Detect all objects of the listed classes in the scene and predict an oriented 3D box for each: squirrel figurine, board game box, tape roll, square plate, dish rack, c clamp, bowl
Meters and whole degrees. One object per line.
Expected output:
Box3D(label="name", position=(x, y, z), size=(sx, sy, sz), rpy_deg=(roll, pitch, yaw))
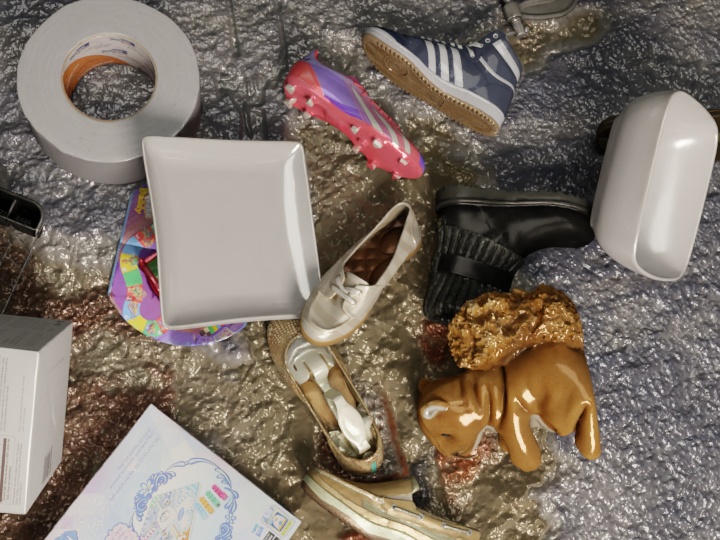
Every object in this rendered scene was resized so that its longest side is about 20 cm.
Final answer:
Box3D(label="squirrel figurine", position=(0.146, 0.110, 0.967), size=(0.184, 0.142, 0.203), rpy_deg=(-8, 106, 8))
Box3D(label="board game box", position=(-0.196, 0.277, 0.920), size=(0.198, 0.043, 0.201), rpy_deg=(37, 73, 2))
Box3D(label="tape roll", position=(-0.280, -0.204, 1.030), size=(0.197, 0.066, 0.203), rpy_deg=(3, 74, -9))
Box3D(label="board game box", position=(-0.190, -0.021, 1.005), size=(0.156, 0.039, 0.203), rpy_deg=(11, 72, -6))
Box3D(label="square plate", position=(-0.137, -0.042, 0.983), size=(0.196, 0.028, 0.203), rpy_deg=(-3, 81, -35))
Box3D(label="dish rack", position=(-0.433, 0.002, 0.954), size=(0.152, 0.055, 0.202), rpy_deg=(20, 73, -2))
Box3D(label="c clamp", position=(0.199, -0.390, 1.177), size=(0.168, 0.027, 0.203), rpy_deg=(-8, 75, -12))
Box3D(label="bowl", position=(0.330, -0.094, 1.038), size=(0.074, 0.199, 0.203), rpy_deg=(13, 92, 37))

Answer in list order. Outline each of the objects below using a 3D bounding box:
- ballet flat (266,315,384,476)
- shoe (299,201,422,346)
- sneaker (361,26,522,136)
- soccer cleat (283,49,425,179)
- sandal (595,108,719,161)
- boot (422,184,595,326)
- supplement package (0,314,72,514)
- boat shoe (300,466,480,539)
Box3D(label="ballet flat", position=(-0.033, 0.126, 0.977), size=(0.070, 0.065, 0.201), rpy_deg=(-33, 82, -16))
Box3D(label="shoe", position=(0.000, 0.000, 1.003), size=(0.069, 0.054, 0.200), rpy_deg=(30, 59, 19))
Box3D(label="sneaker", position=(0.104, -0.259, 1.103), size=(0.199, 0.070, 0.109), rpy_deg=(32, 77, -7))
Box3D(label="soccer cleat", position=(0.000, -0.184, 1.072), size=(0.199, 0.067, 0.077), rpy_deg=(34, 68, 4))
Box3D(label="sandal", position=(0.386, -0.178, 1.135), size=(0.197, 0.082, 0.055), rpy_deg=(-2, 52, -2))
Box3D(label="boot", position=(0.175, -0.005, 1.040), size=(0.208, 0.080, 0.160), rpy_deg=(4, 71, -3))
Box3D(label="supplement package", position=(-0.390, 0.123, 0.855), size=(0.197, 0.152, 0.153), rpy_deg=(6, 96, -7))
Box3D(label="boat shoe", position=(0.035, 0.247, 0.950), size=(0.199, 0.072, 0.077), rpy_deg=(32, 85, -10))
